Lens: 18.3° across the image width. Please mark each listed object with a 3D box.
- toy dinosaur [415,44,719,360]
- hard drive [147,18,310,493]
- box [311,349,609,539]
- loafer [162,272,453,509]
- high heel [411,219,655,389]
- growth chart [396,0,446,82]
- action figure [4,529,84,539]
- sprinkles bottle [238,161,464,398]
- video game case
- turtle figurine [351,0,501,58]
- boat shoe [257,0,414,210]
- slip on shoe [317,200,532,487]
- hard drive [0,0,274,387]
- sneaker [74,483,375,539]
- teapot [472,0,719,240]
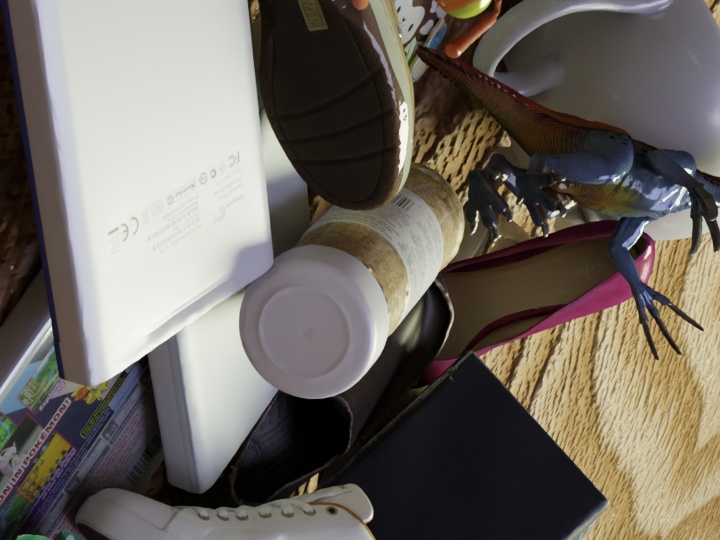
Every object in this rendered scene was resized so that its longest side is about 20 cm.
[{"bbox_3d":[0.153,-0.057,1.196,0.180,0.202,0.105,-16,173,-34],"label":"toy dinosaur"},{"bbox_3d":[-0.064,-0.004,1.096,0.132,0.026,0.201,-55,154,-39],"label":"hard drive"},{"bbox_3d":[0.025,0.173,1.280,0.198,0.123,0.200,-42,169,-12],"label":"box"},{"bbox_3d":[-0.015,0.071,1.208,0.200,0.071,0.073,-45,114,-20],"label":"loafer"},{"bbox_3d":[0.071,0.018,1.275,0.198,0.068,0.096,-10,167,-9],"label":"high heel"},{"bbox_3d":[0.017,-0.129,1.181,0.144,0.018,0.201,-6,122,-64],"label":"growth chart"},{"bbox_3d":[-0.199,0.204,1.015,0.200,0.055,0.118,-47,157,5],"label":"action figure"},{"bbox_3d":[0.000,0.000,1.119,0.200,0.068,0.069,-48,158,-67],"label":"sprinkles bottle"},{"bbox_3d":[-0.154,0.095,1.062,0.201,0.023,0.182,-56,156,-12],"label":"video game case"},{"bbox_3d":[0.035,-0.181,0.997,0.200,0.064,0.163,-11,91,-68],"label":"turtle figurine"},{"bbox_3d":[-0.010,-0.124,1.029,0.076,0.071,0.201,-65,150,-48],"label":"boat shoe"},{"bbox_3d":[0.043,0.055,1.353,0.201,0.060,0.076,-60,-178,-15],"label":"slip on shoe"},{"bbox_3d":[-0.091,-0.070,0.940,0.132,0.025,0.202,-35,129,-47],"label":"hard drive"},{"bbox_3d":[-0.048,0.136,1.125,0.199,0.073,0.085,27,75,-26],"label":"sneaker"},{"bbox_3d":[0.144,-0.095,1.319,0.145,0.201,0.198,-27,-163,3],"label":"teapot"}]
